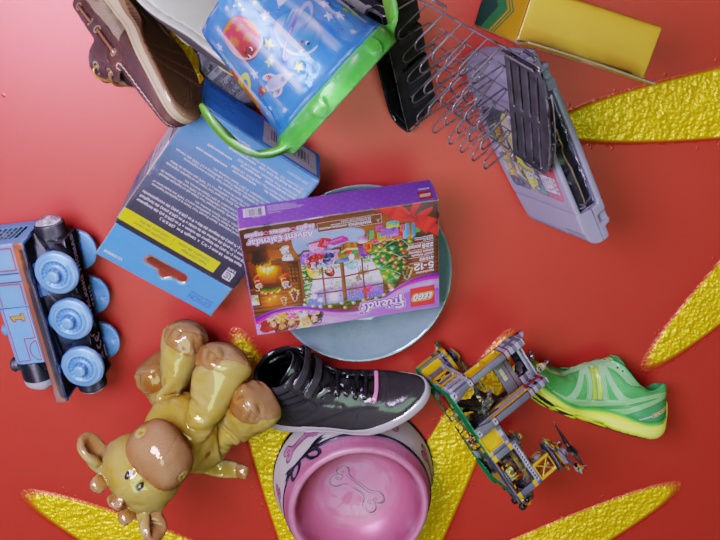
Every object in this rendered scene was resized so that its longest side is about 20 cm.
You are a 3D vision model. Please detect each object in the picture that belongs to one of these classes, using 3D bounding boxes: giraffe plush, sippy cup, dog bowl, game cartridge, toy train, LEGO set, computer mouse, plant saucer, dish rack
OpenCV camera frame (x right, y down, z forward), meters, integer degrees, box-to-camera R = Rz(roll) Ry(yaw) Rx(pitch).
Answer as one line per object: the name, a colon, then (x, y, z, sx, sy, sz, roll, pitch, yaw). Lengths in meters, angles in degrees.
giraffe plush: (-0.202, 0.177, 0.930, 0.171, 0.162, 0.202, 30, 125, 15)
sippy cup: (-0.059, -0.193, 0.767, 0.130, 0.178, 0.139, 44, 138, -8)
dog bowl: (-0.005, 0.263, 1.056, 0.197, 0.074, 0.203, -2, 110, -6)
game cartridge: (0.174, -0.127, 0.898, 0.041, 0.133, 0.202, -30, 112, -5)
toy train: (-0.326, 0.041, 0.936, 0.112, 0.087, 0.203, -5, 113, 5)
LEGO set: (0.163, 0.148, 0.993, 0.115, 0.154, 0.201, -36, 92, -8)
computer mouse: (-0.159, -0.243, 0.877, 0.058, 0.034, 0.201, -38, 104, 0)
plant saucer: (0.000, 0.000, 0.978, 0.198, 0.039, 0.204, -2, 111, -5)
dish rack: (0.097, -0.164, 0.832, 0.054, 0.200, 0.154, -41, 146, -14)

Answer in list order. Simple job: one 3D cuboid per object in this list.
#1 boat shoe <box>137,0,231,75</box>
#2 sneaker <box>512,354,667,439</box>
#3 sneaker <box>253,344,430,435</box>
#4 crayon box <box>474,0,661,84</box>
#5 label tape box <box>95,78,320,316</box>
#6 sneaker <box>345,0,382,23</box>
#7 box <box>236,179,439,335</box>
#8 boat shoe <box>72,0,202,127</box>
boat shoe: (-0.155, -0.245, 0.828, 0.201, 0.061, 0.072, 41, 85, -14)
sneaker: (0.268, 0.135, 1.050, 0.197, 0.074, 0.085, 19, 83, -9)
sneaker: (-0.028, 0.125, 0.969, 0.197, 0.071, 0.100, -7, 140, 16)
crayon box: (0.190, -0.224, 0.828, 0.125, 0.200, 0.051, 14, 108, -12)
label tape box: (-0.155, -0.070, 0.908, 0.143, 0.064, 0.200, 31, 117, -23)
sneaker: (-0.061, -0.275, 0.866, 0.198, 0.072, 0.083, 23, 131, -13)
box: (-0.018, -0.011, 0.907, 0.197, 0.039, 0.138, -9, 129, -5)
boat shoe: (-0.213, -0.197, 0.823, 0.072, 0.072, 0.201, -40, 69, 18)
